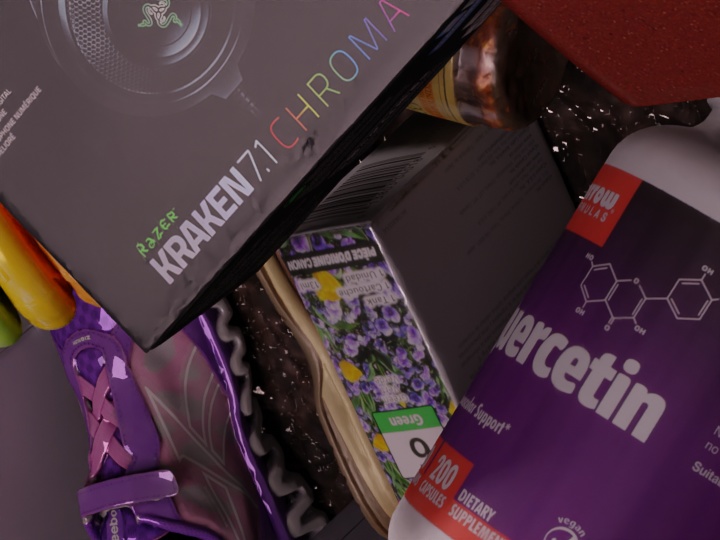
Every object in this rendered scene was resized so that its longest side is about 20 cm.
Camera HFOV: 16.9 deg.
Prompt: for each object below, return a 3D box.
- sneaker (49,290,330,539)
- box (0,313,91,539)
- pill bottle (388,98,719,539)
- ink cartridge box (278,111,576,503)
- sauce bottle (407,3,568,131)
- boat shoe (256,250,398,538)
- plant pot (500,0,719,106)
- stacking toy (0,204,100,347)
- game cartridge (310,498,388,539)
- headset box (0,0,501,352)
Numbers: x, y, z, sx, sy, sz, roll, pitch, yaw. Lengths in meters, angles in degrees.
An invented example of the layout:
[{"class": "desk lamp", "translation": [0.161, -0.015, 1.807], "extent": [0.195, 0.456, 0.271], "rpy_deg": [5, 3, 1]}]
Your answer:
[{"class": "sneaker", "translation": [-0.087, 0.071, 1.014], "extent": [0.080, 0.088, 0.201], "rpy_deg": [-14, 109, 43]}, {"class": "box", "translation": [-0.233, 0.097, 1.093], "extent": [0.199, 0.152, 0.107], "rpy_deg": [-1, 118, 37]}, {"class": "pill bottle", "translation": [0.101, 0.034, 0.775], "extent": [0.112, 0.112, 0.201], "rpy_deg": [31, 91, 15]}, {"class": "ink cartridge box", "translation": [0.053, 0.047, 0.877], "extent": [0.050, 0.109, 0.201], "rpy_deg": [-9, 113, 40]}, {"class": "sauce bottle", "translation": [-0.022, -0.101, 0.866], "extent": [0.199, 0.066, 0.066], "rpy_deg": [17, 128, 29]}, {"class": "boat shoe", "translation": [0.000, 0.000, 0.923], "extent": [0.067, 0.072, 0.201], "rpy_deg": [-23, 97, 8]}, {"class": "plant pot", "translation": [0.114, -0.158, 0.648], "extent": [0.199, 0.200, 0.177], "rpy_deg": [-4, 130, 38]}, {"class": "stacking toy", "translation": [-0.151, -0.005, 0.917], "extent": [0.116, 0.199, 0.110], "rpy_deg": [55, 177, 7]}, {"class": "game cartridge", "translation": [-0.010, 0.184, 1.001], "extent": [0.041, 0.133, 0.201], "rpy_deg": [21, 130, 23]}, {"class": "headset box", "translation": [-0.068, -0.112, 0.754], "extent": [0.200, 0.093, 0.174], "rpy_deg": [46, 118, 3]}]
